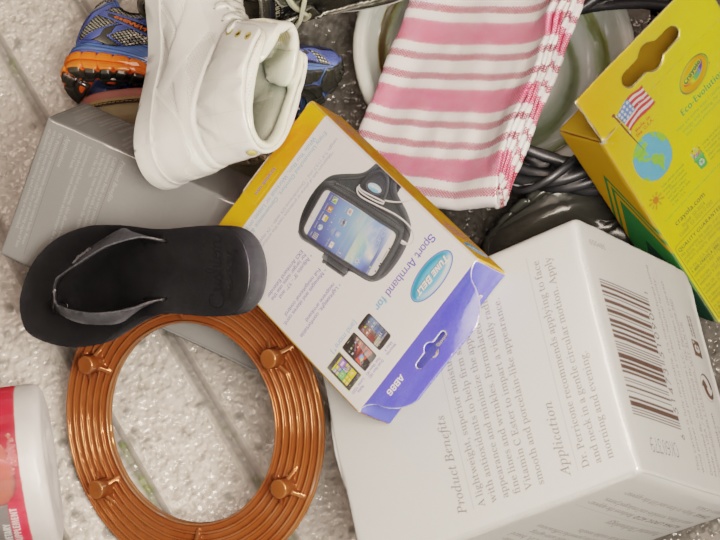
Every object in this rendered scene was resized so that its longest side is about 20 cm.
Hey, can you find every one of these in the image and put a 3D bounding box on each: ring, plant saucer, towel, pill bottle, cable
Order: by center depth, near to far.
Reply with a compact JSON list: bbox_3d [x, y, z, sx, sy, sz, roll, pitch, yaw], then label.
[{"bbox_3d":[-0.297,0.141,1.518,0.199,0.111,0.111,-9,69,-3],"label":"pill bottle"},{"bbox_3d":[-0.112,0.099,1.521,0.199,0.019,0.202,3,97,30],"label":"ring"},{"bbox_3d":[0.066,-0.132,1.573,0.146,0.030,0.201,2,63,43],"label":"towel"},{"bbox_3d":[0.160,-0.123,1.599,0.162,0.051,0.201,26,63,7],"label":"cable"},{"bbox_3d":[0.094,-0.148,1.663,0.199,0.050,0.201,0,70,0],"label":"plant saucer"}]

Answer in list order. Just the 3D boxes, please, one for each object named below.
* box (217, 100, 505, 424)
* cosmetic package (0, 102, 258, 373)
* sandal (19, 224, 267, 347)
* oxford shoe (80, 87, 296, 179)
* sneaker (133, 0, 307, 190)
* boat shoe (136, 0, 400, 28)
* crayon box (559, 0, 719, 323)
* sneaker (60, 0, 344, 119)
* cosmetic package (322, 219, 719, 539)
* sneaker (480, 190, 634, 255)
[{"bbox_3d":[0.000,0.000,1.442,0.119,0.041,0.200,-52,56,10],"label":"box"},{"bbox_3d":[-0.128,-0.024,1.576,0.199,0.090,0.107,25,105,5],"label":"cosmetic package"},{"bbox_3d":[-0.148,0.003,1.494,0.199,0.043,0.077,-12,85,37],"label":"sandal"},{"bbox_3d":[-0.103,-0.075,1.625,0.199,0.070,0.075,12,75,6],"label":"oxford shoe"},{"bbox_3d":[-0.080,-0.156,1.508,0.115,0.074,0.201,-13,66,37],"label":"sneaker"},{"bbox_3d":[-0.055,-0.193,1.614,0.199,0.071,0.064,-1,47,6],"label":"boat shoe"},{"bbox_3d":[0.214,-0.081,1.530,0.127,0.200,0.051,-45,31,-15],"label":"crayon box"},{"bbox_3d":[-0.109,-0.156,1.654,0.199,0.075,0.079,6,66,0],"label":"sneaker"},{"bbox_3d":[0.106,0.093,1.471,0.199,0.165,0.166,-22,67,27],"label":"cosmetic package"},{"bbox_3d":[0.182,-0.025,1.608,0.199,0.076,0.091,-14,76,-4],"label":"sneaker"}]
